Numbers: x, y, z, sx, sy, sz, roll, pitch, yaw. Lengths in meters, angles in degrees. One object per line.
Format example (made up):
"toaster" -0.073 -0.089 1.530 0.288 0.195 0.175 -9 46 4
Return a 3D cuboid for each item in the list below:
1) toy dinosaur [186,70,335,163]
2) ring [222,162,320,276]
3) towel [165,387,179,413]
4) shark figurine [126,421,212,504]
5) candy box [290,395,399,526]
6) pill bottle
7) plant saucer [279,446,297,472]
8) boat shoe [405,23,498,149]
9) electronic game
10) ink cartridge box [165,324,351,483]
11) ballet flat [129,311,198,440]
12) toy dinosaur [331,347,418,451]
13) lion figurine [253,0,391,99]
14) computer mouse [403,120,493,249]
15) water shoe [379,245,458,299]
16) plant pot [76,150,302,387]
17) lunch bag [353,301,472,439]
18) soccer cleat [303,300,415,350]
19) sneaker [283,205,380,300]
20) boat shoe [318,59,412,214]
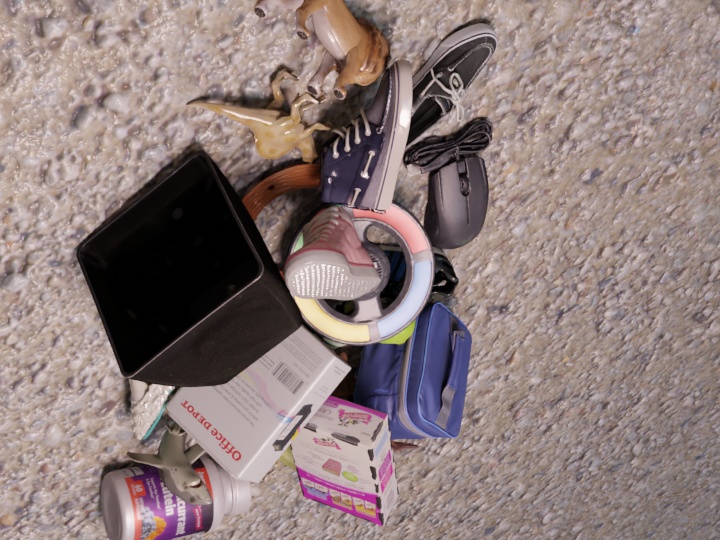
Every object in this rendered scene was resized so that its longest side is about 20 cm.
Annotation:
"toy dinosaur" -0.095 -0.175 1.292 0.199 0.058 0.101 20 116 -44
"ring" -0.088 -0.056 1.435 0.198 0.019 0.202 -19 134 -20
"towel" -0.192 0.109 1.499 0.201 0.018 0.086 -56 160 19
"shark figurine" -0.245 0.255 1.527 0.126 0.215 0.091 9 120 2
"candy box" -0.024 0.259 1.541 0.061 0.135 0.201 -58 154 -35
"pill bottle" -0.262 0.327 1.592 0.198 0.112 0.112 -7 131 -30
"plant saucer" -0.065 0.245 1.629 0.201 0.197 0.031 78 32 -46
"boat shoe" 0.099 -0.221 1.374 0.198 0.068 0.074 -37 139 0
"electronic game" 0.000 0.000 1.440 0.197 0.042 0.203 -2 104 -7
"ink cartridge box" -0.134 0.153 1.452 0.201 0.145 0.083 -50 160 -2
"ballet flat" -0.264 0.130 1.461 0.071 0.072 0.201 18 114 -43
"toy dinosaur" 0.007 0.219 1.653 0.086 0.200 0.135 -49 -176 -21
"lion figurine" -0.033 -0.273 1.233 0.123 0.072 0.201 -59 139 -27
"computer mouse" 0.131 -0.098 1.520 0.137 0.053 0.202 -23 137 -16
"water shoe" 0.047 0.010 1.541 0.198 0.079 0.072 -11 133 -26
"plant pot" -0.181 0.020 1.307 0.199 0.201 0.177 -37 146 9
"lunch bag" 0.088 0.139 1.595 0.131 0.203 0.136 -5 154 33
"soccer cleat" -0.024 0.071 1.524 0.197 0.068 0.082 -8 139 5
"sneaker" -0.049 -0.026 1.320 0.075 0.106 0.200 -30 164 18
"boat shoe" 0.003 -0.157 1.312 0.091 0.075 0.202 4 124 -10
